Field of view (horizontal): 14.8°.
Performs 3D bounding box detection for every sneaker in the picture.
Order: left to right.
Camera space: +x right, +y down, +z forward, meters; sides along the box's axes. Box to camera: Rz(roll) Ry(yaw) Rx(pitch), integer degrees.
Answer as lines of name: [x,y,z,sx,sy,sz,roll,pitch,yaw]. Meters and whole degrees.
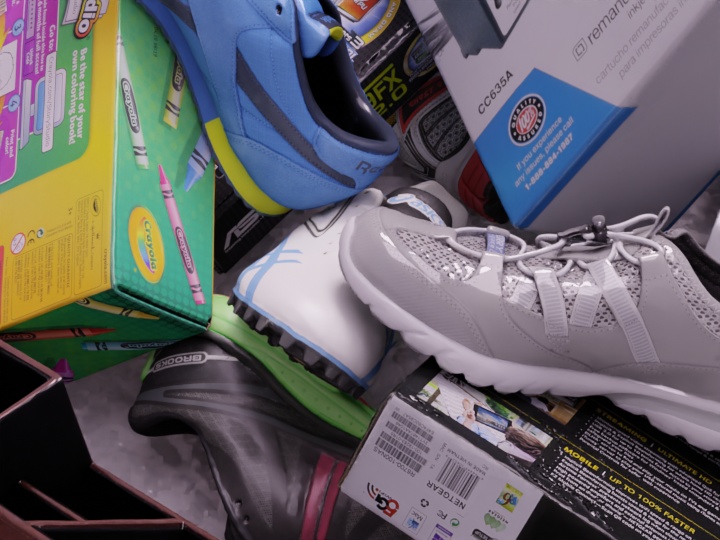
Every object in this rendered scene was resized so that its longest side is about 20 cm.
sneaker: [-0.049,-0.119,1.123,0.066,0.078,0.200,-40,103,-49]
sneaker: [-0.012,0.095,1.123,0.200,0.077,0.084,38,86,21]
sneaker: [0.000,0.000,1.128,0.072,0.073,0.200,36,15,3]
sneaker: [0.082,-0.113,1.285,0.082,0.078,0.200,27,54,19]
sneaker: [0.090,0.005,1.058,0.199,0.082,0.075,16,24,-9]

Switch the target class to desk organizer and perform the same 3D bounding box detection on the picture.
desk organizer: [-0.110,0.097,1.053,0.072,0.077,0.200,-35,38,-27]

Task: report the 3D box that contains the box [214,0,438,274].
box: [-0.072,-0.120,1.262,0.160,0.044,0.200,-43,62,-4]

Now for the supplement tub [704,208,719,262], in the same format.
supplement tub: [0.240,0.026,1.138,0.200,0.145,0.145,19,52,12]

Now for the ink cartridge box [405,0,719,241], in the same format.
ink cartridge box: [0.095,-0.132,1.139,0.086,0.147,0.200,5,47,-39]

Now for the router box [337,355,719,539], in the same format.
router box: [0.108,0.095,1.071,0.200,0.051,0.149,33,25,9]

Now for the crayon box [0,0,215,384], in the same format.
crayon box: [-0.121,-0.058,1.167,0.058,0.119,0.201,24,56,-42]
